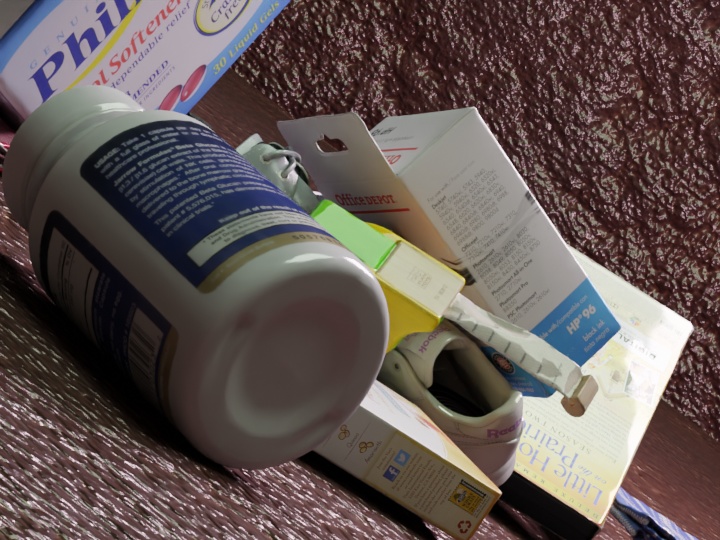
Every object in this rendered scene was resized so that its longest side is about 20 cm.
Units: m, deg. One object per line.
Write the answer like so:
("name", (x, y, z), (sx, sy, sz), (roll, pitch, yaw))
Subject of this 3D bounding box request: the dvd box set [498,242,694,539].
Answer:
("dvd box set", (0.114, 0.064, 1.711), (0.146, 0.029, 0.200), (31, 44, 0))

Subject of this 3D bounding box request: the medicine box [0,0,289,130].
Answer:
("medicine box", (-0.158, -0.169, 1.638), (0.103, 0.182, 0.200), (39, -7, 26))

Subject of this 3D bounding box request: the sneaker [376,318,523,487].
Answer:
("sneaker", (0.017, 0.038, 1.586), (0.200, 0.075, 0.100), (37, -30, 11))

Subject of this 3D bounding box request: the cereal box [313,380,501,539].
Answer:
("cereal box", (-0.032, 0.058, 1.435), (0.200, 0.040, 0.144), (34, 4, -26))

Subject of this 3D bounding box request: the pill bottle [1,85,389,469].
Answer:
("pill bottle", (-0.084, -0.006, 1.266), (0.111, 0.111, 0.200), (31, 8, -47))

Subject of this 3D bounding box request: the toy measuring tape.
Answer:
("toy measuring tape", (0.031, 0.032, 1.485), (0.199, 0.074, 0.074), (33, 5, 6))

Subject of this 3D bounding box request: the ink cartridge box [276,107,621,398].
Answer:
("ink cartridge box", (0.050, -0.026, 1.587), (0.200, 0.068, 0.116), (55, -21, -16))

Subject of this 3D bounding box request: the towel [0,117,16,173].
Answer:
("towel", (-0.263, -0.113, 1.535), (0.144, 0.023, 0.200), (39, 6, 31))

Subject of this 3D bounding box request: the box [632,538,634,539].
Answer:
("box", (0.252, 0.243, 1.696), (0.199, 0.042, 0.119), (33, 5, -14))

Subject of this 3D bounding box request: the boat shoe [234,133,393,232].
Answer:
("boat shoe", (-0.067, -0.042, 1.557), (0.200, 0.072, 0.070), (12, 1, 6))

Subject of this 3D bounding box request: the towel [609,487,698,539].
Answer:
("towel", (0.233, 0.189, 1.713), (0.200, 0.024, 0.145), (35, 3, -13))

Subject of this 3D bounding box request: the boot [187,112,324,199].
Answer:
("boot", (-0.093, -0.066, 1.936), (0.200, 0.077, 0.168), (22, 18, -48))
